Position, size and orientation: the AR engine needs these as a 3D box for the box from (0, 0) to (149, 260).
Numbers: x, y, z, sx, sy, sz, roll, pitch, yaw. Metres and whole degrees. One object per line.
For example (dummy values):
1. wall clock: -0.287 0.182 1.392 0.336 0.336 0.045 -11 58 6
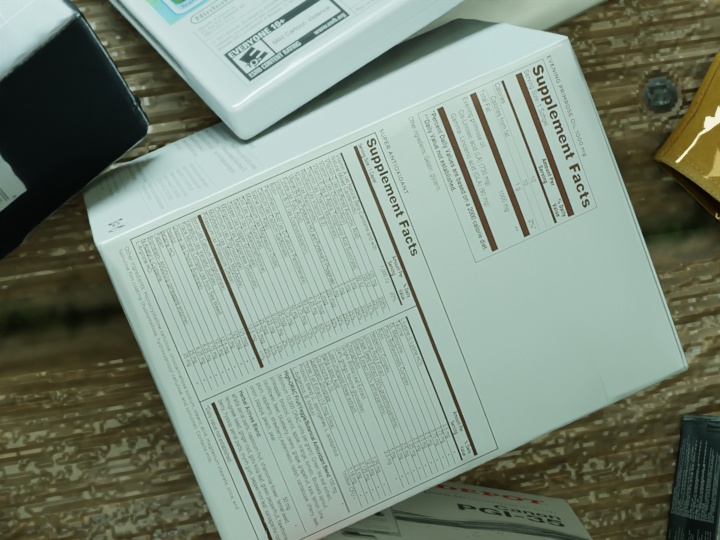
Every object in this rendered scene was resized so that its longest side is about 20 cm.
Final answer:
1. box: -0.234 -0.086 0.831 0.200 0.124 0.197 -40 69 -7

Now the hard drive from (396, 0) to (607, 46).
1. hard drive: 0.039 -0.164 0.940 0.199 0.027 0.133 -27 90 -7

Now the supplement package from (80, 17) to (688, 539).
1. supplement package: 0.000 0.000 0.833 0.198 0.191 0.148 -24 103 -5

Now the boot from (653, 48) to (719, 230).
1. boot: 0.253 -0.046 0.942 0.200 0.071 0.145 34 90 0

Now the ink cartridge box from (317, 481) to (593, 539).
1. ink cartridge box: 0.031 0.150 0.829 0.145 0.200 0.084 9 97 -6

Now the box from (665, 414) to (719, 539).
1. box: 0.225 0.179 0.911 0.162 0.086 0.202 8 86 -6

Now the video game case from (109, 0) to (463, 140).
1. video game case: -0.017 -0.160 0.867 0.199 0.024 0.182 -34 48 -12
